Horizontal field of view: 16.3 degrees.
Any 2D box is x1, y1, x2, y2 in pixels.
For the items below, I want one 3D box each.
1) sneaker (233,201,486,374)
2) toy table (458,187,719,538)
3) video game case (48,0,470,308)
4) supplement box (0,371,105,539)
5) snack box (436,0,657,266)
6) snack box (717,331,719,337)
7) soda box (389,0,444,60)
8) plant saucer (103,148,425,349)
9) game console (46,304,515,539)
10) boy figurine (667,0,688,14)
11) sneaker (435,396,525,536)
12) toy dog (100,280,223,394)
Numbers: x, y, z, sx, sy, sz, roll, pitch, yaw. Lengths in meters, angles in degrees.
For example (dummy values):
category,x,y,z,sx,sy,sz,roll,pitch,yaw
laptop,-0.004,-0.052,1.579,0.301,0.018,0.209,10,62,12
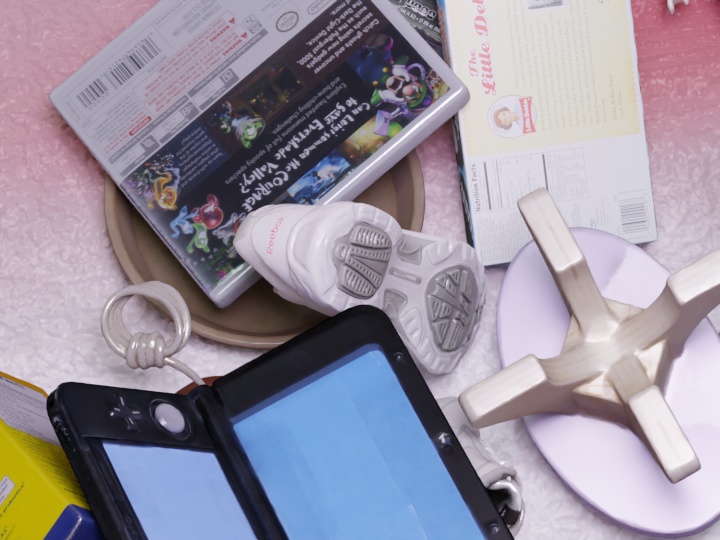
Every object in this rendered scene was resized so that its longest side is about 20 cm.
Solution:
category,x,y,z,sx,sy,sz,roll,pitch,yaw
sneaker,0.000,0.000,1.474,0.099,0.200,0.078,16,79,37
toy table,0.148,0.051,1.447,0.184,0.117,0.200,-40,71,-3
video game case,-0.064,-0.106,1.533,0.200,0.023,0.182,-40,68,-2
supplement box,-0.194,0.141,1.377,0.110,0.109,0.200,-54,46,5
snack box,0.113,-0.109,1.541,0.116,0.037,0.201,-8,96,-5
snack box,0.288,0.102,1.449,0.053,0.142,0.201,-3,63,-37
soda box,-0.011,-0.200,1.608,0.200,0.063,0.071,30,69,10
plant saucer,-0.060,-0.042,1.560,0.199,0.029,0.201,1,68,-2
game console,-0.039,0.115,1.303,0.116,0.176,0.200,-46,57,25
boy figurine,0.237,-0.211,1.620,0.124,0.064,0.200,-34,72,-14
sneaker,0.057,0.127,1.421,0.081,0.200,0.075,-21,110,16
toy dog,-0.070,0.095,1.484,0.199,0.096,0.132,14,73,19
